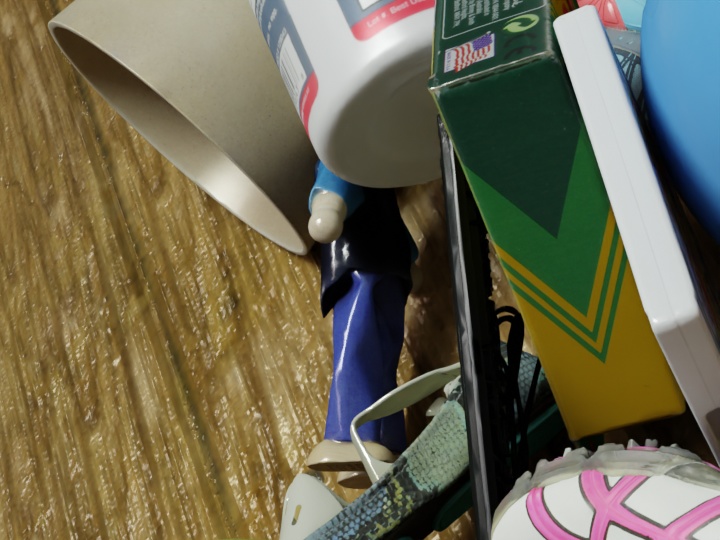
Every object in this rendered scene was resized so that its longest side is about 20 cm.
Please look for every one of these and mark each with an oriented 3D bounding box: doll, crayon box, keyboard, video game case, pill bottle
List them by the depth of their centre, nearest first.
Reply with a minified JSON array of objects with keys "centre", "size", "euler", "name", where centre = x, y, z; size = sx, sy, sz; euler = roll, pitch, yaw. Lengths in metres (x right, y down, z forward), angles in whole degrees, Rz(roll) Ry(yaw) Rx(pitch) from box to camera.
[{"centre":[0.122,0.017,0.659],"size":[0.018,0.200,0.143],"euler":[-21,49,12],"name":"video game case"},{"centre":[0.058,0.040,0.724],"size":[0.040,0.104,0.201],"euler":[-5,80,2],"name":"keyboard"},{"centre":[0.086,-0.024,0.732],"size":[0.051,0.200,0.127],"euler":[-16,30,14],"name":"crayon box"},{"centre":[0.002,-0.151,0.854],"size":[0.120,0.119,0.200],"euler":[-39,59,27],"name":"pill bottle"},{"centre":[0.000,0.000,0.880],"size":[0.048,0.136,0.201],"euler":[-8,71,19],"name":"doll"}]

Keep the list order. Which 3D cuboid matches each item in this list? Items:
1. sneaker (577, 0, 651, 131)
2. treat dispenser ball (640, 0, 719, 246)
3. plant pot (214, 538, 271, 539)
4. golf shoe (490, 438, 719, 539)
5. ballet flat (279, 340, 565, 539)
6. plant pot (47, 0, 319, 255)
[{"centre":[0.136,-0.073,0.823],"size":[0.096,0.079,0.200],"euler":[-64,27,14],"name":"sneaker"},{"centre":[0.199,-0.078,0.626],"size":[0.201,0.201,0.201],"euler":[-29,46,36],"name":"treat dispenser ball"},{"centre":[-0.040,0.233,0.634],"size":[0.193,0.200,0.201],"euler":[-68,30,29],"name":"plant pot"},{"centre":[0.109,0.104,0.581],"size":[0.200,0.073,0.092],"euler":[-13,53,51],"name":"golf shoe"},{"centre":[0.008,0.102,0.795],"size":[0.200,0.074,0.074],"euler":[-40,30,-23],"name":"ballet flat"},{"centre":[-0.036,-0.144,0.998],"size":[0.200,0.187,0.187],"euler":[-49,35,-9],"name":"plant pot"}]
